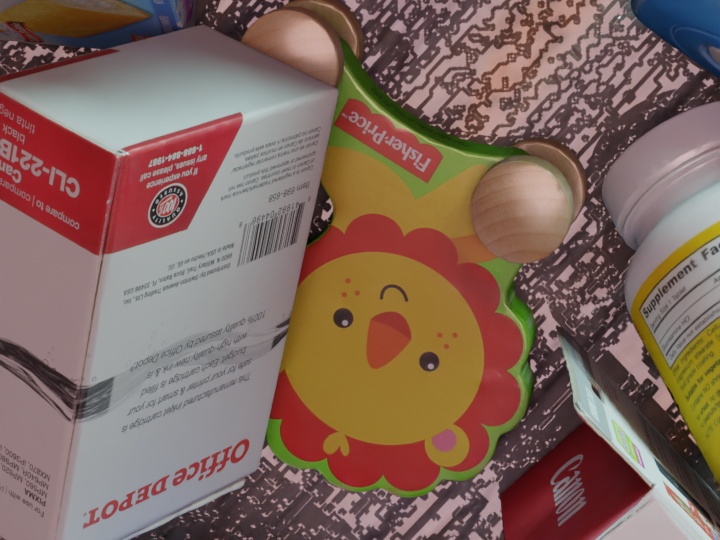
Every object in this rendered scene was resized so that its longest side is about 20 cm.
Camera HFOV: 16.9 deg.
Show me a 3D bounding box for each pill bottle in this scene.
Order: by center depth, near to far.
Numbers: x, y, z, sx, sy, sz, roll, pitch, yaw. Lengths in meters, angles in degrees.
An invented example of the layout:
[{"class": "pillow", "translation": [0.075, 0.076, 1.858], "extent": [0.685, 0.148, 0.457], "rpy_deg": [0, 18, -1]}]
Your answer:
[{"class": "pill bottle", "translation": [0.186, 0.028, 1.064], "extent": [0.112, 0.112, 0.200], "rpy_deg": [-27, 63, 5]}]

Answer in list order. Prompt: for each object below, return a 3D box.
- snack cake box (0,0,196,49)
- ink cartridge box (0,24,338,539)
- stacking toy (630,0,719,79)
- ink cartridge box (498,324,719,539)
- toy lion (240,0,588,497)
[{"class": "snack cake box", "translation": [-0.133, -0.149, 1.037], "extent": [0.114, 0.200, 0.068], "rpy_deg": [4, 82, 1]}, {"class": "ink cartridge box", "translation": [-0.100, 0.010, 1.054], "extent": [0.084, 0.144, 0.201], "rpy_deg": [27, 119, 29]}, {"class": "stacking toy", "translation": [0.219, -0.172, 1.087], "extent": [0.110, 0.116, 0.200], "rpy_deg": [34, 83, 1]}, {"class": "ink cartridge box", "translation": [0.119, 0.127, 1.066], "extent": [0.084, 0.200, 0.176], "rpy_deg": [-41, 94, 7]}, {"class": "toy lion", "translation": [0.000, 0.000, 1.127], "extent": [0.200, 0.069, 0.192], "rpy_deg": [33, 107, 2]}]
